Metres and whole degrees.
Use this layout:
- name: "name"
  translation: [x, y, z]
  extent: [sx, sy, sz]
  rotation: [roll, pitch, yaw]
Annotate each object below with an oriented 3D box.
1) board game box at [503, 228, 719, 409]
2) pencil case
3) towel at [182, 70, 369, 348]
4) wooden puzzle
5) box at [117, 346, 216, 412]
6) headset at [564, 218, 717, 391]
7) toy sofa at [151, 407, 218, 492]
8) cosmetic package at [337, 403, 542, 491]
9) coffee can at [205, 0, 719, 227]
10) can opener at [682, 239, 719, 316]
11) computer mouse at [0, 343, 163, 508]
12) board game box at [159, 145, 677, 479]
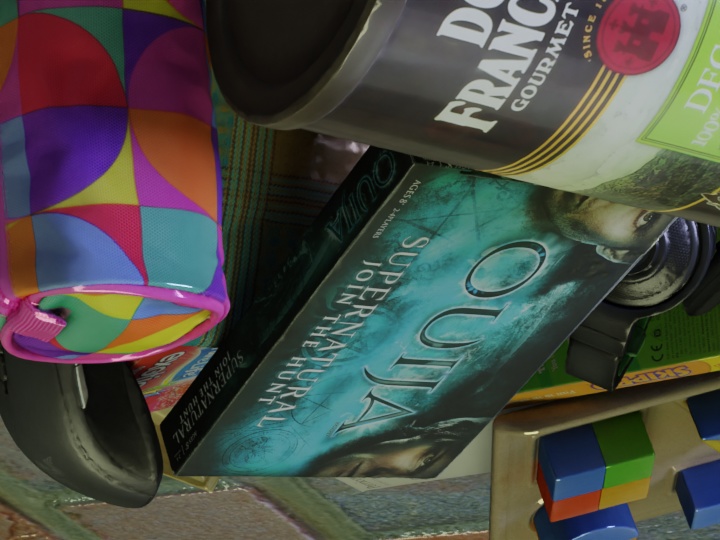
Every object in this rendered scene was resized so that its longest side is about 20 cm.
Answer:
- name: "board game box"
  translation: [0.090, 0.017, 1.044]
  extent: [0.199, 0.096, 0.030]
  rotation: [-11, 156, 24]
- name: "pencil case"
  translation: [-0.095, -0.070, 0.714]
  extent: [0.088, 0.201, 0.088]
  rotation: [-8, 162, -3]
- name: "towel"
  translation: [-0.032, -0.039, 0.841]
  extent: [0.199, 0.147, 0.022]
  rotation: [7, -174, -35]
- name: "wooden puzzle"
  translation: [0.161, 0.106, 1.118]
  extent: [0.185, 0.046, 0.200]
  rotation: [-15, 154, -6]
- name: "box"
  translation: [-0.089, -0.004, 0.954]
  extent: [0.095, 0.100, 0.200]
  rotation: [-14, 167, -33]
- name: "headset"
  translation: [0.142, -0.030, 0.902]
  extent: [0.094, 0.124, 0.200]
  rotation: [21, 135, 12]
- name: "toy sofa"
  translation: [-0.143, 0.042, 1.139]
  extent: [0.083, 0.098, 0.200]
  rotation: [14, 169, 35]
- name: "cosmetic package"
  translation: [0.066, 0.063, 1.171]
  extent: [0.199, 0.081, 0.113]
  rotation: [-13, 157, 24]
- name: "coffee can"
  translation: [0.068, -0.100, 0.700]
  extent: [0.199, 0.147, 0.146]
  rotation: [11, 155, -27]
- name: "can opener"
  translation: [0.205, -0.030, 0.902]
  extent: [0.063, 0.079, 0.200]
  rotation: [27, 137, -2]
- name: "computer mouse"
  translation: [-0.163, 0.018, 0.923]
  extent: [0.046, 0.201, 0.140]
  rotation: [-30, -157, -37]
- name: "board game box"
  translation: [0.023, 0.018, 0.825]
  extent: [0.135, 0.028, 0.200]
  rotation: [4, 141, -33]
